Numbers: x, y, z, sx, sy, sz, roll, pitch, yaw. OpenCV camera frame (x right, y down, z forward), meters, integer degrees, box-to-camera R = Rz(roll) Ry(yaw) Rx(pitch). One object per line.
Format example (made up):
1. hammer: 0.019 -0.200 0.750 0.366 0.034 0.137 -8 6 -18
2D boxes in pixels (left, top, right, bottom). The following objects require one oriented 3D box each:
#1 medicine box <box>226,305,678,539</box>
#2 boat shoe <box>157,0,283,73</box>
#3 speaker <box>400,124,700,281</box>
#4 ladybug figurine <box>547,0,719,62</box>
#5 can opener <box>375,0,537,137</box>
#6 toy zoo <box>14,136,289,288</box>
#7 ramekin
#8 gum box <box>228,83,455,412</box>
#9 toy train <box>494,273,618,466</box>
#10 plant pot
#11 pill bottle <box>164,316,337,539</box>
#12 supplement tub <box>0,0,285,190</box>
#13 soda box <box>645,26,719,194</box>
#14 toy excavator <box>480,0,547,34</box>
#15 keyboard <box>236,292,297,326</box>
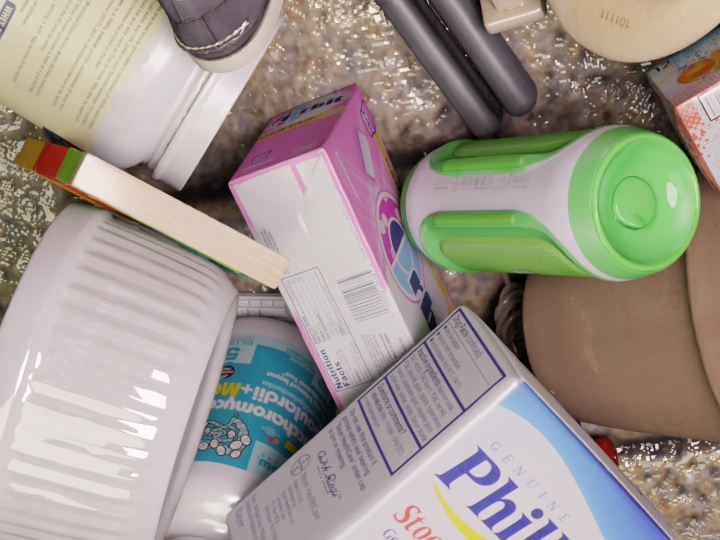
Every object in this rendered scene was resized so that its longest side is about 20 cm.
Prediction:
1. medicine box: 0.056 0.160 0.829 0.200 0.103 0.182 -42 115 6
2. boat shoe: -0.065 -0.207 0.751 0.072 0.201 0.063 0 157 26
3. speaker: 0.102 -0.038 0.813 0.089 0.088 0.200 52 160 -19
4. ladybug figurine: 0.168 -0.212 0.759 0.135 0.072 0.201 26 114 17
5. can opener: 0.032 -0.159 0.830 0.053 0.067 0.200 -29 111 25
6. toy zoo: -0.134 -0.038 0.846 0.131 0.200 0.021 29 86 -25
7. ramekin: -0.141 0.071 0.797 0.104 0.201 0.201 17 122 0
8. gum box: 0.000 0.000 0.892 0.066 0.114 0.201 -18 111 19
9. toy train: 0.110 0.101 0.939 0.084 0.116 0.201 -14 117 17
10. plant pot: 0.199 0.025 0.857 0.174 0.200 0.201 -11 119 37
11. pill bottle: -0.082 0.134 0.936 0.110 0.201 0.111 7 133 7
12. supplement tub: -0.159 -0.151 0.823 0.199 0.145 0.145 32 120 -8
13. soda box: 0.254 -0.121 0.736 0.199 0.068 0.064 -31 112 11
14. toy excavator: 0.044 -0.235 0.755 0.099 0.194 0.201 -13 89 17
15. keyboard: -0.082 0.041 1.000 0.198 0.011 0.057 0 120 10
